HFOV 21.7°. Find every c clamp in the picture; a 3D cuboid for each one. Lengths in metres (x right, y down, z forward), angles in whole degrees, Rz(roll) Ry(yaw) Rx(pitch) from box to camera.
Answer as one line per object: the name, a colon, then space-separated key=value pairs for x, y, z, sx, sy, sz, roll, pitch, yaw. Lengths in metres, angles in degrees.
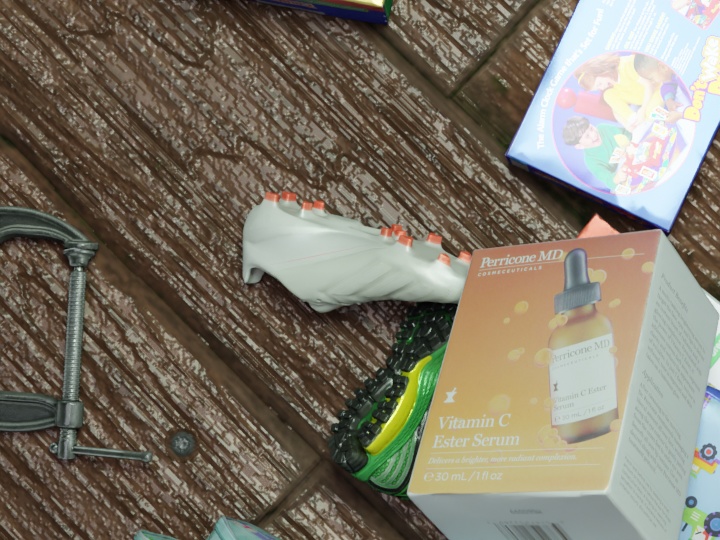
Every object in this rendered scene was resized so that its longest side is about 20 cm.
c clamp: x=-0.243 y=0.049 z=1.453 sx=0.169 sy=0.027 sz=0.202 roll=-3 pitch=87 yaw=13

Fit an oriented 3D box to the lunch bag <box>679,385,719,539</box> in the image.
lunch bag: x=0.257 y=0.183 z=1.310 sx=0.150 sy=0.094 sz=0.201 roll=31 pitch=111 yaw=9

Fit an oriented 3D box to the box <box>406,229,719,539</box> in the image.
box: x=0.140 y=0.089 z=1.267 sx=0.151 sy=0.106 sz=0.201 roll=-7 pitch=52 yaw=33

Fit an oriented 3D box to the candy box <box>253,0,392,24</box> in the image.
candy box: x=-0.040 y=-0.302 z=1.420 sx=0.168 sy=0.077 sz=0.202 roll=11 pitch=89 yaw=7

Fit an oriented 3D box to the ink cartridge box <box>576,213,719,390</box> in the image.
ink cartridge box: x=0.218 y=0.059 z=1.374 sx=0.200 sy=0.050 sz=0.109 roll=39 pitch=92 yaw=7

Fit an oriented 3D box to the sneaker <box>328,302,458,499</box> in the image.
sneaker: x=0.062 y=0.078 z=1.394 sx=0.085 sy=0.078 sz=0.200 roll=40 pitch=84 yaw=-28

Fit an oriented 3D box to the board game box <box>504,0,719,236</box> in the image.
board game box: x=0.210 y=-0.145 z=1.392 sx=0.134 sy=0.045 sz=0.201 roll=26 pitch=90 yaw=9

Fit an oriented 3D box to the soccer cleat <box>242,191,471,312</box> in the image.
soccer cleat: x=0.000 y=0.000 z=1.392 sx=0.199 sy=0.069 sz=0.078 roll=18 pitch=101 yaw=27

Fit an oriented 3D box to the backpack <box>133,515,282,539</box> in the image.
backpack: x=-0.091 y=0.261 z=1.342 sx=0.199 sy=0.178 sz=0.151 roll=29 pitch=87 yaw=18
